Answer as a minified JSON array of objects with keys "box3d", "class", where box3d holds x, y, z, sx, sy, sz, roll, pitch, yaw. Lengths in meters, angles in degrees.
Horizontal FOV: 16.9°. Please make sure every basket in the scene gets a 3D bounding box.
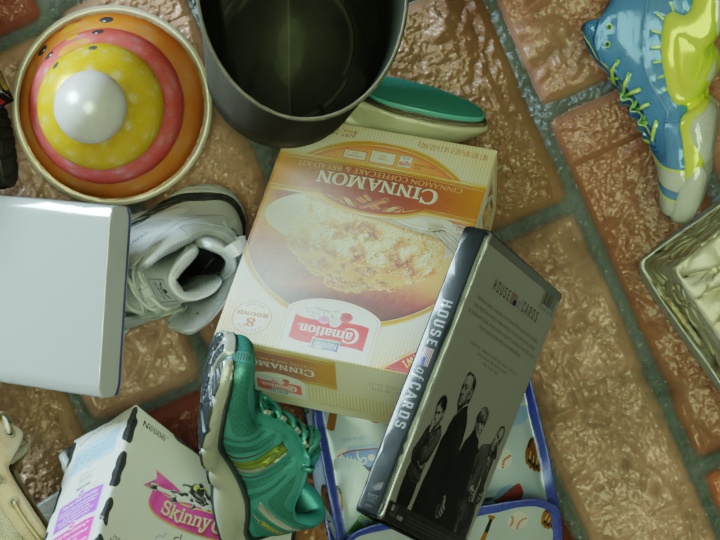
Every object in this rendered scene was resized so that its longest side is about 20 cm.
[{"box3d":[0.321,-0.005,1.745,0.200,0.123,0.136,-35,93,1],"class":"basket"},{"box3d":[-0.045,-0.160,1.625,0.136,0.200,0.181,-1,77,-5],"class":"basket"}]

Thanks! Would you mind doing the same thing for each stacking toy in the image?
[{"box3d":[-0.177,-0.116,1.682,0.146,0.200,0.146,0,93,-3],"class":"stacking toy"}]

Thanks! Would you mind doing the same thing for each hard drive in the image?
[{"box3d":[-0.252,0.013,1.718,0.200,0.025,0.132,6,94,33],"class":"hard drive"}]

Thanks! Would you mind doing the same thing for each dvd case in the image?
[{"box3d":[0.069,0.085,1.620,0.025,0.150,0.200,17,81,27],"class":"dvd case"}]

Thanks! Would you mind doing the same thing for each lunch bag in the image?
[{"box3d":[0.052,0.149,1.743,0.170,0.124,0.200,-10,96,-4],"class":"lunch bag"}]

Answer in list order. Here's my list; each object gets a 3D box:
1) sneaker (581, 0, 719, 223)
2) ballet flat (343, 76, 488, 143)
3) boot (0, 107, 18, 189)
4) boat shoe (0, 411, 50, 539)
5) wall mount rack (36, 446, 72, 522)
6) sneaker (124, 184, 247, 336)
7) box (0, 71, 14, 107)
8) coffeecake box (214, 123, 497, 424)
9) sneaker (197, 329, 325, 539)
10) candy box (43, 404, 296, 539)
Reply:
[{"box3d":[0.211,-0.136,1.767,0.105,0.076,0.200,6,86,9],"class":"sneaker"},{"box3d":[-0.009,-0.117,1.763,0.200,0.069,0.070,19,92,-1],"class":"ballet flat"},{"box3d":[-0.336,-0.129,1.749,0.132,0.070,0.200,-24,83,2],"class":"boot"},{"box3d":[-0.264,0.130,1.706,0.064,0.071,0.200,-24,88,-2],"class":"boat shoe"},{"box3d":[-0.215,0.234,1.762,0.200,0.075,0.174,-33,94,1],"class":"wall mount rack"},{"box3d":[-0.166,0.012,1.726,0.200,0.115,0.075,-30,110,-2],"class":"sneaker"},{"box3d":[-0.336,-0.185,1.701,0.110,0.035,0.200,-27,81,3],"class":"box"},{"box3d":[0.000,0.000,1.693,0.153,0.073,0.200,11,56,10],"class":"coffeecake box"},{"box3d":[-0.066,0.111,1.641,0.080,0.200,0.078,-3,49,6],"class":"sneaker"},{"box3d":[-0.139,0.222,1.680,0.072,0.200,0.168,-32,122,34],"class":"candy box"}]
